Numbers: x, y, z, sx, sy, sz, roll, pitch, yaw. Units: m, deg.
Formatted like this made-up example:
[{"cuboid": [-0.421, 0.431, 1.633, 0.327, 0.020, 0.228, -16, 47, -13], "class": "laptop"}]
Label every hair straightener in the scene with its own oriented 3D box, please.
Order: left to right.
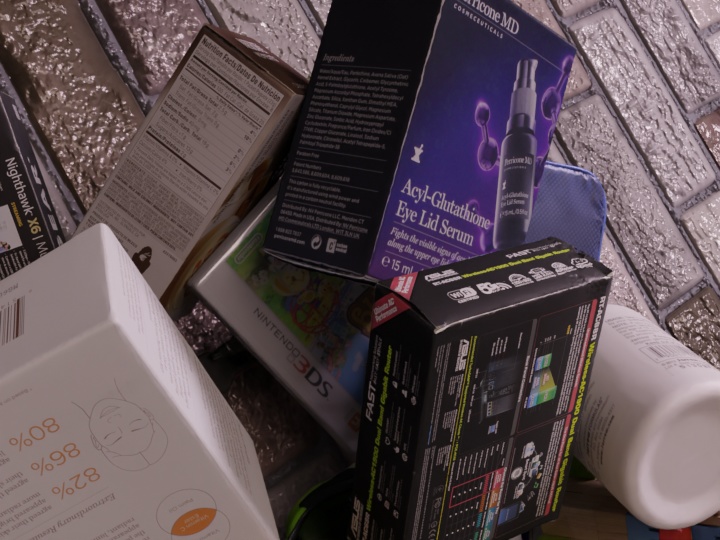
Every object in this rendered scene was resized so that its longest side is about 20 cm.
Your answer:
[{"cuboid": [-0.088, 0.070, 0.819, 0.198, 0.077, 0.041, -23, 81, -34], "class": "hair straightener"}]

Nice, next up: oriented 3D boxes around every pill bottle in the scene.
[{"cuboid": [0.193, 0.091, 0.811, 0.112, 0.200, 0.116, -8, 114, -18], "class": "pill bottle"}]

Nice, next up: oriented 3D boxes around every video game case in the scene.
[{"cuboid": [0.000, 0.000, 0.797, 0.200, 0.022, 0.182, -49, 114, -15], "class": "video game case"}]

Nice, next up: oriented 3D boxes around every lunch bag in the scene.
[{"cuboid": [0.094, -0.032, 0.930, 0.197, 0.132, 0.138, 11, 88, -24], "class": "lunch bag"}]

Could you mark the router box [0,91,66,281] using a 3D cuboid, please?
[{"cuboid": [-0.267, 0.006, 0.696, 0.155, 0.052, 0.203, -19, 93, -5], "class": "router box"}]

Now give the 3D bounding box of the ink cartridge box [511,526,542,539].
[{"cuboid": [0.175, 0.217, 0.914, 0.198, 0.043, 0.200, 21, 62, -34], "class": "ink cartridge box"}]

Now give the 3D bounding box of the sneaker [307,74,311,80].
[{"cuboid": [-0.018, -0.147, 0.958, 0.197, 0.067, 0.091, 7, 58, -26], "class": "sneaker"}]

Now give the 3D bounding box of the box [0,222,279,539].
[{"cuboid": [-0.161, 0.105, 0.637, 0.151, 0.107, 0.202, -27, 124, 0], "class": "box"}]

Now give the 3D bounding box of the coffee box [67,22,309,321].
[{"cuboid": [-0.115, -0.063, 0.764, 0.079, 0.201, 0.114, 36, 11, 4], "class": "coffee box"}]

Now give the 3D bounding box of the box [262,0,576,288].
[{"cuboid": [0.042, -0.083, 0.720, 0.147, 0.103, 0.203, 16, 89, -45], "class": "box"}]

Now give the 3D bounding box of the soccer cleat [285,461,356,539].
[{"cuboid": [0.031, 0.150, 0.786, 0.199, 0.081, 0.068, -36, 92, 6], "class": "soccer cleat"}]

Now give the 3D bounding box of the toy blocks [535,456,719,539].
[{"cuboid": [0.236, 0.181, 0.843, 0.199, 0.135, 0.102, -21, 105, -47], "class": "toy blocks"}]

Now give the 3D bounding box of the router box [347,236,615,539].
[{"cuboid": [0.074, 0.090, 0.699, 0.148, 0.203, 0.062, -13, 33, -33], "class": "router box"}]
